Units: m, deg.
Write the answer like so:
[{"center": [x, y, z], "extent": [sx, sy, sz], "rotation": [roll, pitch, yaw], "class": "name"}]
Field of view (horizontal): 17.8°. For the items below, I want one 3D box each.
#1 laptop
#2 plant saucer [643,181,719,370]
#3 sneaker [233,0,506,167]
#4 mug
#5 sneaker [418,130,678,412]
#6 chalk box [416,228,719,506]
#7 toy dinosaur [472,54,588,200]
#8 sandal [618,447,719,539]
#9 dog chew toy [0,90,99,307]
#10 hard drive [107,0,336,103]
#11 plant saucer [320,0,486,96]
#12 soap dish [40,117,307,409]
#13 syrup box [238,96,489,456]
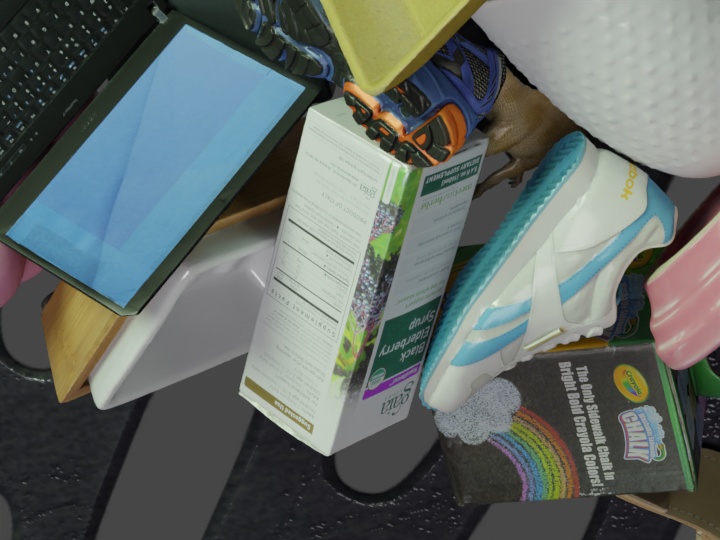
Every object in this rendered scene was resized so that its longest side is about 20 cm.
[{"center": [-0.159, -0.105, 1.279], "extent": [0.200, 0.177, 0.103], "rotation": [47, 161, -23], "class": "laptop"}, {"center": [0.227, -0.033, 1.288], "extent": [0.051, 0.201, 0.201], "rotation": [43, 127, 0], "class": "plant saucer"}, {"center": [0.000, -0.140, 1.274], "extent": [0.200, 0.078, 0.075], "rotation": [46, 146, 16], "class": "sneaker"}, {"center": [0.171, -0.138, 1.233], "extent": [0.175, 0.148, 0.200], "rotation": [44, 163, -26], "class": "mug"}, {"center": [0.100, 0.017, 1.310], "extent": [0.081, 0.077, 0.200], "rotation": [29, 125, -11], "class": "sneaker"}, {"center": [0.151, 0.057, 1.436], "extent": [0.199, 0.124, 0.125], "rotation": [-6, 126, 16], "class": "chalk box"}, {"center": [0.086, -0.090, 1.365], "extent": [0.101, 0.058, 0.200], "rotation": [-13, 149, 23], "class": "toy dinosaur"}, {"center": [0.248, 0.167, 1.555], "extent": [0.211, 0.078, 0.070], "rotation": [28, 161, -1], "class": "sandal"}, {"center": [-0.223, -0.047, 1.384], "extent": [0.124, 0.200, 0.125], "rotation": [7, 131, 8], "class": "dog chew toy"}, {"center": [-0.103, -0.181, 1.355], "extent": [0.139, 0.033, 0.201], "rotation": [-4, 127, 16], "class": "hard drive"}, {"center": [0.047, -0.220, 1.194], "extent": [0.048, 0.201, 0.200], "rotation": [11, 135, -43], "class": "plant saucer"}, {"center": [-0.092, -0.008, 1.401], "extent": [0.081, 0.200, 0.158], "rotation": [49, 131, 16], "class": "soap dish"}, {"center": [0.000, 0.000, 1.341], "extent": [0.081, 0.079, 0.201], "rotation": [33, 124, 29], "class": "syrup box"}]
